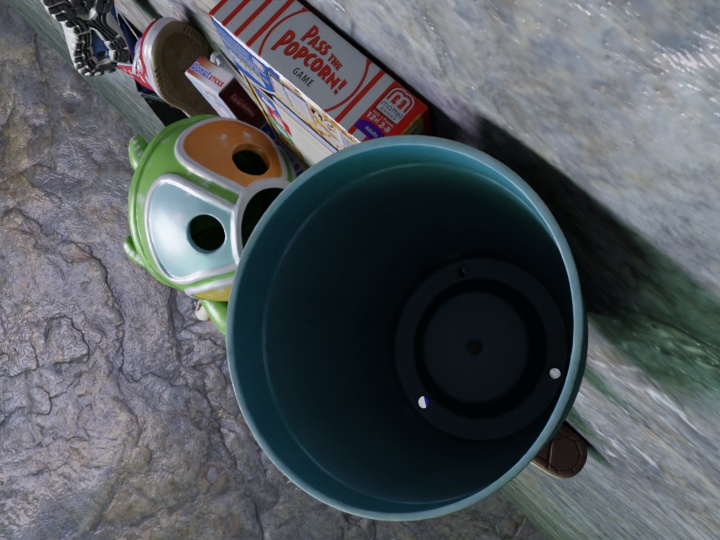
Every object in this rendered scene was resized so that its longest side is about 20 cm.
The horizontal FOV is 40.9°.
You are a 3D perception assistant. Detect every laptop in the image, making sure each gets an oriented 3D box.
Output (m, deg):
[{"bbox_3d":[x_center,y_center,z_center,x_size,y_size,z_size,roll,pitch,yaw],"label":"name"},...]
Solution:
[{"bbox_3d":[-0.222,-0.231,1.284,0.198,0.104,0.177,16,166,14],"label":"laptop"}]

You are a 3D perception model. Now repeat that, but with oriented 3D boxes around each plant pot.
[{"bbox_3d":[0.050,0.039,0.590,0.200,0.201,0.188,41,-171,22],"label":"plant pot"}]

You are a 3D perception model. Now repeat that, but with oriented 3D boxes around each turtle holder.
[{"bbox_3d":[-0.115,-0.028,0.786,0.140,0.187,0.131,15,-176,-45],"label":"turtle holder"}]

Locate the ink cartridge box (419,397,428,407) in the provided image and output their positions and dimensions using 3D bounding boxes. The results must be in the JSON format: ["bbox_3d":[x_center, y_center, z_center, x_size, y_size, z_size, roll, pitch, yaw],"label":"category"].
[{"bbox_3d":[0.114,0.150,1.233,0.200,0.094,0.038,174,86,-83],"label":"ink cartridge box"}]

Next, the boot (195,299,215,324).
[{"bbox_3d":[-0.087,-0.004,0.895,0.106,0.201,0.075,22,-141,-11],"label":"boot"}]

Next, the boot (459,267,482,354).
[{"bbox_3d":[0.030,0.097,0.861,0.072,0.199,0.183,9,-125,-49],"label":"boot"}]

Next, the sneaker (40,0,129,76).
[{"bbox_3d":[-0.291,-0.291,0.988,0.201,0.078,0.090,101,149,-62],"label":"sneaker"}]

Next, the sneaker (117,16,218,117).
[{"bbox_3d":[-0.205,-0.220,0.979,0.112,0.071,0.200,39,175,12],"label":"sneaker"}]

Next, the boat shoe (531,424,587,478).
[{"bbox_3d":[0.165,0.164,1.104,0.202,0.075,0.075,43,177,10],"label":"boat shoe"}]

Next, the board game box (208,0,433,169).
[{"bbox_3d":[-0.014,-0.098,0.671,0.151,0.046,0.200,42,173,17],"label":"board game box"}]

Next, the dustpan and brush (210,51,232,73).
[{"bbox_3d":[-0.107,-0.117,0.958,0.057,0.139,0.202,13,126,33],"label":"dustpan and brush"}]

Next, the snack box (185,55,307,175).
[{"bbox_3d":[-0.081,-0.109,0.884,0.072,0.024,0.200,39,171,48],"label":"snack box"}]
